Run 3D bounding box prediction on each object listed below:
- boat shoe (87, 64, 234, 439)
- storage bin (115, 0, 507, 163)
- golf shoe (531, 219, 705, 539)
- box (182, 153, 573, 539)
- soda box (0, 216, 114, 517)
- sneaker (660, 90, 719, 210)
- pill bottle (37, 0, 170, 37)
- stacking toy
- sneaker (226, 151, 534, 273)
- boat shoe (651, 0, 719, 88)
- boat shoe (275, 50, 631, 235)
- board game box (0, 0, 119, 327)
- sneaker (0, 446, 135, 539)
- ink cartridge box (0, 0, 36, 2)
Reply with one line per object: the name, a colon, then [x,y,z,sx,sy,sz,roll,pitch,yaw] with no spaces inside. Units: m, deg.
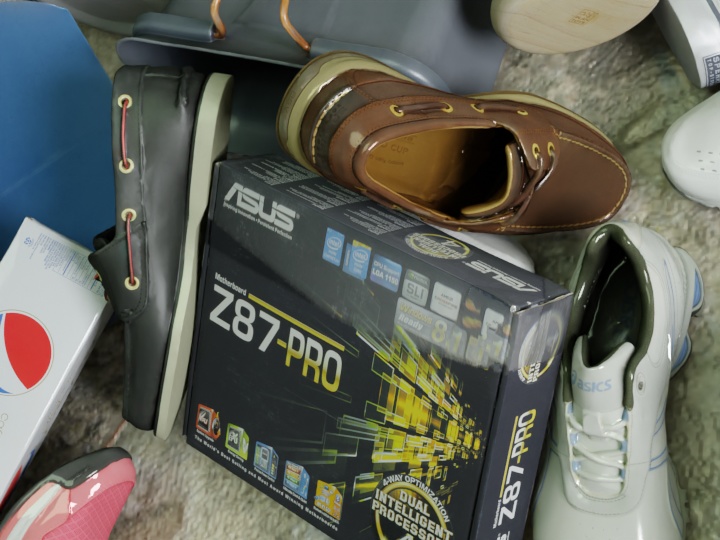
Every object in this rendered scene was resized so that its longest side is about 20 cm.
boat shoe: [-0.109,-0.009,0.755,0.063,0.074,0.203,8,108,1]
storage bin: [-0.014,-0.139,0.776,0.199,0.146,0.135,13,69,29]
golf shoe: [0.109,0.073,0.658,0.078,0.097,0.201,0,74,25]
box: [0.000,0.050,0.698,0.199,0.049,0.162,27,116,36]
soda box: [-0.203,0.075,0.792,0.063,0.068,0.201,29,82,-3]
sneaker: [0.230,-0.088,0.658,0.199,0.087,0.075,-21,66,20]
pill bottle: [-0.134,-0.256,0.880,0.115,0.116,0.201,10,78,29]
stacking toy: [0.087,-0.214,0.716,0.085,0.085,0.201,-19,69,20]
sneaker: [0.000,0.000,0.762,0.199,0.075,0.089,18,95,34]
boat shoe: [0.163,-0.189,0.737,0.065,0.072,0.201,-23,61,6]
boat shoe: [0.056,-0.046,0.669,0.068,0.199,0.072,46,118,47]
board game box: [-0.189,-0.060,0.862,0.158,0.039,0.201,-30,93,23]
sneaker: [-0.170,0.191,0.784,0.087,0.074,0.201,35,93,16]
ink cartridge box: [-0.276,-0.153,0.880,0.045,0.176,0.201,23,83,36]
